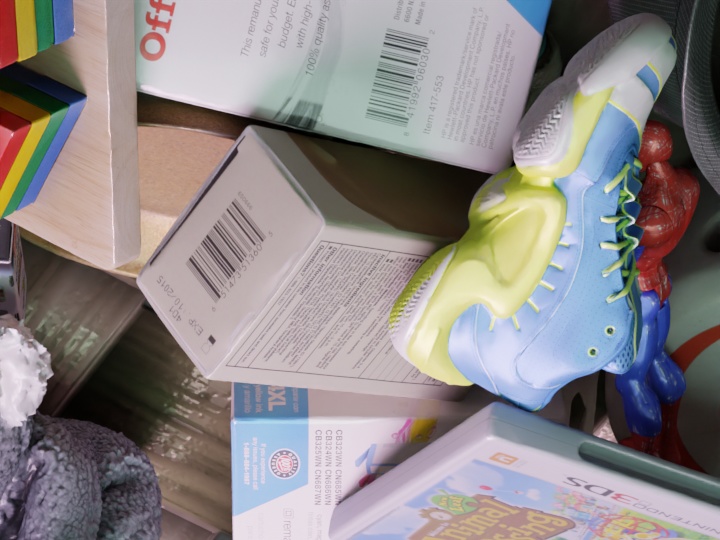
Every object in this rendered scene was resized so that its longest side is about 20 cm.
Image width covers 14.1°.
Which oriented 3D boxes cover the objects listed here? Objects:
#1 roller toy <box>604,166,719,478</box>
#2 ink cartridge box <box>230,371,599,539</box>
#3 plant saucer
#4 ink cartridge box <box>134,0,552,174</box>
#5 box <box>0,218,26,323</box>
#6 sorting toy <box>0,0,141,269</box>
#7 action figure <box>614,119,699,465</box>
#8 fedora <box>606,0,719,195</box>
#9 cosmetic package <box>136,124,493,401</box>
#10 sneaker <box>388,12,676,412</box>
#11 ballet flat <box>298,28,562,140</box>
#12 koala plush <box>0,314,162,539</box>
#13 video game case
[{"bbox_3d":[0.224,0.032,1.512,0.182,0.140,0.200,41,124,-18],"label":"roller toy"},{"bbox_3d":[0.031,0.087,1.557,0.199,0.126,0.129,0,127,-1],"label":"ink cartridge box"},{"bbox_3d":[-0.093,-0.046,1.468,0.199,0.036,0.200,5,158,2],"label":"plant saucer"},{"bbox_3d":[-0.012,-0.141,1.374,0.199,0.086,0.147,13,99,-7],"label":"ink cartridge box"},{"bbox_3d":[-0.276,-0.003,1.506,0.199,0.035,0.110,2,158,-3],"label":"box"},{"bbox_3d":[-0.198,-0.112,1.350,0.200,0.069,0.200,25,128,35],"label":"sorting toy"},{"bbox_3d":[0.113,0.011,1.407,0.099,0.065,0.201,15,124,18],"label":"action figure"},{"bbox_3d":[0.182,-0.122,1.397,0.200,0.090,0.178,19,89,-50],"label":"fedora"},{"bbox_3d":[0.000,0.000,1.403,0.200,0.071,0.105,10,125,-52],"label":"cosmetic package"},{"bbox_3d":[0.104,-0.019,1.322,0.105,0.076,0.200,35,114,-5],"label":"sneaker"},{"bbox_3d":[0.003,-0.090,1.464,0.199,0.068,0.063,0,139,0],"label":"ballet flat"},{"bbox_3d":[-0.209,0.103,1.536,0.177,0.184,0.200,-3,129,35],"label":"koala plush"},{"bbox_3d":[0.103,0.128,1.439,0.181,0.022,0.200,19,155,-16],"label":"video game case"}]
